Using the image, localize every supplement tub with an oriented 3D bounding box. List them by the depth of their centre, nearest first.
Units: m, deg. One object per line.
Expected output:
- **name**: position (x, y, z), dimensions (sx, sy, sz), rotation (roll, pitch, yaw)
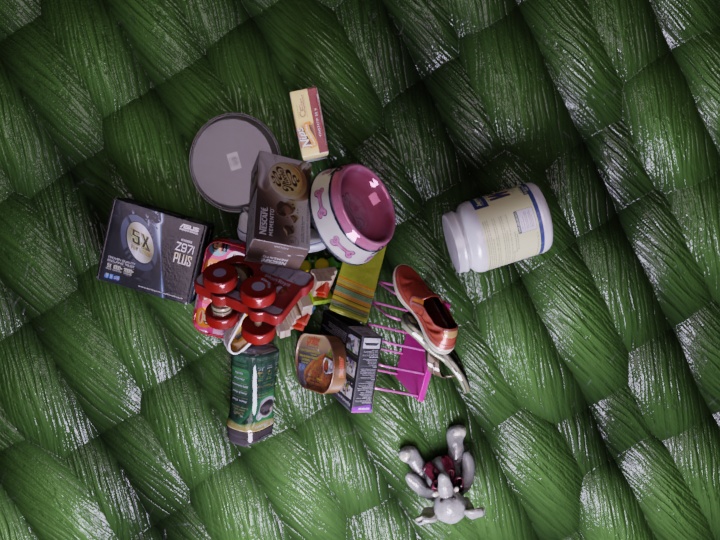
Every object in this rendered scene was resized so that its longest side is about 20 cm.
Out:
- **supplement tub**: position (0.277, -0.083, 1.258), dimensions (0.194, 0.145, 0.149), rotation (-17, 98, 0)

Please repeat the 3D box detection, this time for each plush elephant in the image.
- **plush elephant**: position (0.181, 0.465, 1.317), dimensions (0.160, 0.155, 0.206), rotation (-15, 97, 0)

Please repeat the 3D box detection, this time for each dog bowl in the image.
- **dog bowl**: position (-0.008, -0.119, 1.215), dimensions (0.073, 0.200, 0.204), rotation (-23, 100, 40)

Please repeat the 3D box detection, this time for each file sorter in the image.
- **file sorter**: position (0.078, 0.138, 1.267), dimensions (0.122, 0.139, 0.206), rotation (13, 97, -19)

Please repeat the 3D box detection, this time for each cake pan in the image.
- **cake pan**: position (-0.261, -0.223, 1.274), dimensions (0.193, 0.037, 0.207), rotation (0, 97, -2)

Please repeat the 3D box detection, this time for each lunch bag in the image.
- **lunch bag**: position (-0.251, 0.044, 1.291), dimensions (0.171, 0.082, 0.206), rotation (12, 98, -8)

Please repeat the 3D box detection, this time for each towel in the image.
- **towel**: position (0.000, 0.000, 1.278), dimensions (0.084, 0.018, 0.205), rotation (20, 71, -12)

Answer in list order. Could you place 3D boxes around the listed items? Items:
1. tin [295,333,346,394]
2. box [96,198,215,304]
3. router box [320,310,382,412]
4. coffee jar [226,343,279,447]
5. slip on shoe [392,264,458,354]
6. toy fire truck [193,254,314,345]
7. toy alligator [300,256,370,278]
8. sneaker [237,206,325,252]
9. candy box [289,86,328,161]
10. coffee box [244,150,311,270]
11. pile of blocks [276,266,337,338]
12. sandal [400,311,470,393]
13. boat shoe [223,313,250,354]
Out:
- **tin**: position (-0.082, 0.187, 1.258), dimensions (0.041, 0.199, 0.116), rotation (-1, 89, -27)
- **box**: position (-0.418, -0.041, 1.267), dimensions (0.194, 0.086, 0.169), rotation (17, 96, -4)
- **router box**: position (-0.030, 0.179, 1.252), dimensions (0.050, 0.199, 0.154), rotation (5, 99, -27)
- **coffee jar**: position (-0.228, 0.261, 1.302), dimensions (0.083, 0.104, 0.207), rotation (9, 97, 27)
- **slip on shoe**: position (0.123, 0.059, 1.145), dimensions (0.072, 0.202, 0.062), rotation (-6, 138, -29)
- **toy fire truck**: position (-0.204, 0.032, 1.170), dimensions (0.195, 0.169, 0.115), rotation (19, 129, 16)
- **toy alligator**: position (-0.076, -0.006, 1.305), dimensions (0.193, 0.060, 0.055), rotation (-6, 55, -9)
- **sneaker**: position (-0.159, -0.086, 1.270), dimensions (0.193, 0.074, 0.072), rotation (7, 123, -2)
- **candy box**: position (-0.098, -0.276, 1.191), dimensions (0.054, 0.200, 0.119), rotation (-10, 98, -2)
- **coffee box**: position (-0.158, -0.116, 1.188), dimensions (0.110, 0.080, 0.205), rotation (11, 59, -20)
- **pile of blocks**: position (-0.107, 0.081, 1.282), dimensions (0.081, 0.063, 0.201), rotation (14, 128, -44)
- **sandal**: position (0.141, 0.161, 1.186), dimensions (0.057, 0.080, 0.201), rotation (-42, 101, 15)
- **boat shoe**: position (-0.200, 0.084, 1.230), dimensions (0.201, 0.070, 0.071), rotation (-48, 112, -4)
